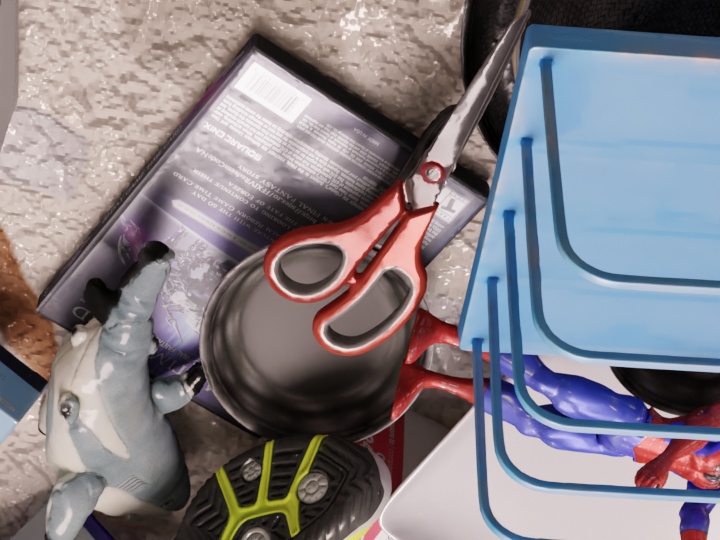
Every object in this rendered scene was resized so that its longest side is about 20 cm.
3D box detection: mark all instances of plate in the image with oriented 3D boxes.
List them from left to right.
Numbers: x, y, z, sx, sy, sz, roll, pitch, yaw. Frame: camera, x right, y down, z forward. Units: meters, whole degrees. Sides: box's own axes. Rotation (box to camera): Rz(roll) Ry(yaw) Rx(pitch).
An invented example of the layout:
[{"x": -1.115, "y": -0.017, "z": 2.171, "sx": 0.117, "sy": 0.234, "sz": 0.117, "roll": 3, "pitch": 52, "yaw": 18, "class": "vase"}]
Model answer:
[{"x": 0.141, "y": 0.102, "z": 1.024, "sx": 0.199, "sy": 0.032, "sz": 0.200, "roll": 35, "pitch": 104, "yaw": -16, "class": "plate"}]

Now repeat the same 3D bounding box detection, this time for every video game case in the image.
[{"x": -0.052, "y": -0.011, "z": 1.023, "sx": 0.143, "sy": 0.019, "sz": 0.200, "roll": 31, "pitch": 123, "yaw": -20, "class": "video game case"}]

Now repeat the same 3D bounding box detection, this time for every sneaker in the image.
[{"x": -0.057, "y": 0.154, "z": 1.028, "sx": 0.200, "sy": 0.076, "sz": 0.076, "roll": -39, "pitch": 138, "yaw": 22, "class": "sneaker"}]

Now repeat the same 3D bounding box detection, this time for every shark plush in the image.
[{"x": -0.118, "y": 0.054, "z": 1.044, "sx": 0.083, "sy": 0.091, "sz": 0.201, "roll": 1, "pitch": 123, "yaw": -14, "class": "shark plush"}]

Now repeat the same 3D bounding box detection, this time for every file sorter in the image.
[{"x": 0.123, "y": 0.017, "z": 0.829, "sx": 0.138, "sy": 0.123, "sz": 0.200, "roll": 4, "pitch": 142, "yaw": -4, "class": "file sorter"}]

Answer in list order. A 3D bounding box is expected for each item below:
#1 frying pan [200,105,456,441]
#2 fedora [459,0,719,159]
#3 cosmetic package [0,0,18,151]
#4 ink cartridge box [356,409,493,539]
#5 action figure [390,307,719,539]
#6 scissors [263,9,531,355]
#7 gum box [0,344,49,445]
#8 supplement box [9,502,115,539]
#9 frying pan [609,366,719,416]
[{"x": -0.017, "y": 0.000, "z": 0.990, "sx": 0.114, "sy": 0.031, "sz": 0.191, "roll": 5, "pitch": 114, "yaw": -4, "class": "frying pan"}, {"x": 0.135, "y": -0.096, "z": 0.880, "sx": 0.200, "sy": 0.092, "sz": 0.201, "roll": 2, "pitch": 112, "yaw": 6, "class": "fedora"}, {"x": -0.256, "y": -0.114, "z": 0.914, "sx": 0.199, "sy": 0.081, "sz": 0.113, "roll": 7, "pitch": 127, "yaw": -5, "class": "cosmetic package"}, {"x": 0.034, "y": 0.168, "z": 1.113, "sx": 0.200, "sy": 0.084, "sz": 0.145, "roll": 26, "pitch": 123, "yaw": -15, "class": "ink cartridge box"}, {"x": 0.111, "y": 0.090, "z": 0.938, "sx": 0.199, "sy": 0.099, "sz": 0.065, "roll": 14, "pitch": 138, "yaw": 1, "class": "action figure"}, {"x": 0.033, "y": -0.034, "z": 0.928, "sx": 0.073, "sy": 0.014, "sz": 0.200, "roll": 40, "pitch": 120, "yaw": -13, "class": "scissors"}, {"x": -0.284, "y": 0.076, "z": 1.054, "sx": 0.170, "sy": 0.045, "sz": 0.200, "roll": 40, "pitch": 121, "yaw": -6, "class": "gum box"}, {"x": -0.128, "y": 0.236, "z": 1.137, "sx": 0.103, "sy": 0.101, "sz": 0.200, "roll": -43, "pitch": 122, "yaw": -9, "class": "supplement box"}, {"x": 0.194, "y": 0.043, "z": 0.969, "sx": 0.115, "sy": 0.031, "sz": 0.190, "roll": -37, "pitch": 120, "yaw": 21, "class": "frying pan"}]
